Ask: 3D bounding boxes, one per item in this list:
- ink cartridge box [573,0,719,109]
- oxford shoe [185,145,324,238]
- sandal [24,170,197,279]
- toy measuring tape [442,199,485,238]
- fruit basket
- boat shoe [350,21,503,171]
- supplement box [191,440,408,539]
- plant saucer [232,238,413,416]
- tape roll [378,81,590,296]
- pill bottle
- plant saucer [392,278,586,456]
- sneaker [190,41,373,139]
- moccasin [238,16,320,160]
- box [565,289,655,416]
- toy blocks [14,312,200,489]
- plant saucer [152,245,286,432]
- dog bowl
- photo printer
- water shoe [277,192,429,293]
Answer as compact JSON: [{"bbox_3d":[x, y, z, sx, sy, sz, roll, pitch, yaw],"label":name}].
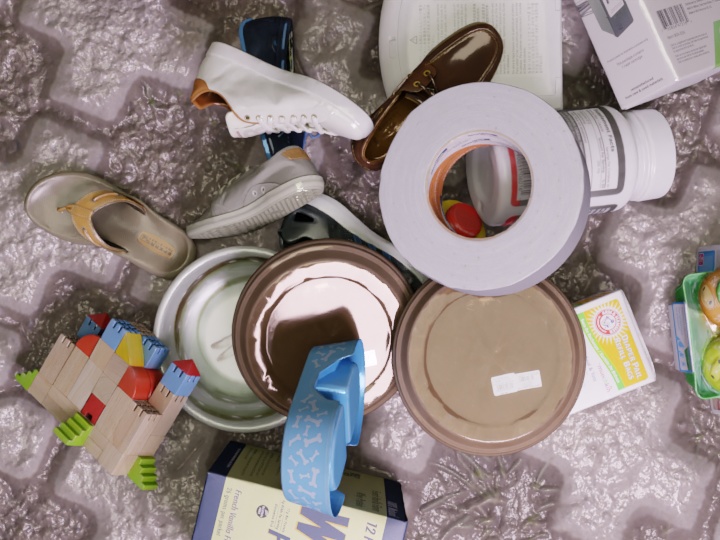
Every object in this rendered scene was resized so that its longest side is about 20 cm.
[{"bbox_3d":[0.307,-0.291,1.237,0.145,0.084,0.201,-22,87,-37],"label":"ink cartridge box"},{"bbox_3d":[-0.115,-0.079,1.235,0.199,0.075,0.058,-24,78,42],"label":"oxford shoe"},{"bbox_3d":[-0.273,-0.051,1.279,0.199,0.054,0.081,26,89,1],"label":"sandal"},{"bbox_3d":[0.133,-0.025,1.279,0.199,0.074,0.074,26,89,-14],"label":"toy measuring tape"},{"bbox_3d":[0.387,0.064,1.202,0.093,0.200,0.187,-7,89,-1],"label":"fruit basket"},{"bbox_3d":[0.072,-0.175,1.210,0.200,0.068,0.072,-42,98,9],"label":"boat shoe"},{"bbox_3d":[-0.065,0.276,1.198,0.198,0.200,0.135,14,91,0],"label":"supplement box"},{"bbox_3d":[-0.034,0.068,1.213,0.198,0.029,0.202,-2,104,-6],"label":"plant saucer"},{"bbox_3d":[0.120,-0.078,1.132,0.198,0.066,0.202,-2,83,16],"label":"tape roll"},{"bbox_3d":[0.222,-0.114,1.238,0.198,0.114,0.115,-7,89,-13],"label":"pill bottle"},{"bbox_3d":[0.131,0.087,1.176,0.198,0.029,0.202,0,86,-1],"label":"plant saucer"},{"bbox_3d":[-0.084,-0.160,1.200,0.199,0.073,0.085,23,79,18],"label":"sneaker"},{"bbox_3d":[-0.081,-0.182,1.268,0.068,0.080,0.202,-13,89,2],"label":"moccasin"},{"bbox_3d":[0.195,0.103,1.244,0.199,0.112,0.102,-22,87,0],"label":"box"},{"bbox_3d":[-0.260,0.115,1.237,0.200,0.100,0.137,36,99,28],"label":"toy blocks"},{"bbox_3d":[-0.125,0.074,1.278,0.198,0.050,0.202,0,89,1],"label":"plant saucer"},{"bbox_3d":[-0.034,0.145,1.115,0.049,0.200,0.112,3,121,8],"label":"dog bowl"},{"bbox_3d":[0.119,-0.246,1.274,0.198,0.069,0.168,-1,91,1],"label":"photo printer"},{"bbox_3d":[0.000,0.000,1.260,0.199,0.072,0.079,36,72,2],"label":"water shoe"}]
